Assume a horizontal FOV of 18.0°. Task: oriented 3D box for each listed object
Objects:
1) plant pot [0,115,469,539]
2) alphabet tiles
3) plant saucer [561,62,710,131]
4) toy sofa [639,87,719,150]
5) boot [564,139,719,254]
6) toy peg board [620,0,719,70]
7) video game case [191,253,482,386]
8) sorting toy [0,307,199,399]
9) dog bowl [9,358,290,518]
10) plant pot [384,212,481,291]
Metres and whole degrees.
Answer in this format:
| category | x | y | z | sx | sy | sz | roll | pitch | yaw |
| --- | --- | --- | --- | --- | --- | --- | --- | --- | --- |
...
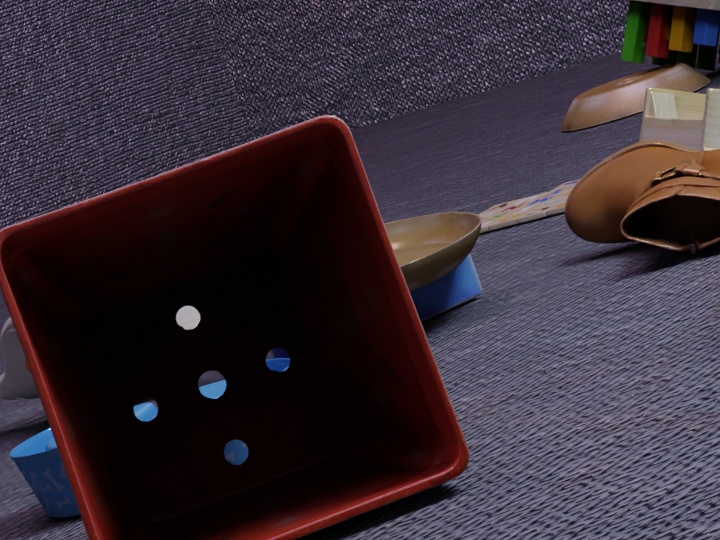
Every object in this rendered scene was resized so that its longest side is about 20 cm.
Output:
| category | x | y | z | sx | sy | sz | roll | pitch | yaw |
| --- | --- | --- | --- | --- | --- | --- | --- | --- | --- |
| plant pot | -0.076 | 0.056 | 1.250 | 0.198 | 0.201 | 0.176 | -20 | -6 | -9 |
| alphabet tiles | 0.190 | -0.070 | 2.212 | 0.199 | 0.008 | 0.167 | -14 | 9 | 35 |
| plant saucer | 0.345 | -0.226 | 2.902 | 0.199 | 0.036 | 0.200 | -19 | 7 | 2 |
| toy sofa | 0.301 | -0.104 | 1.941 | 0.082 | 0.099 | 0.200 | 5 | 3 | -9 |
| boot | 0.219 | -0.048 | 1.702 | 0.199 | 0.074 | 0.155 | -18 | 10 | 31 |
| toy peg board | 0.447 | -0.303 | 2.919 | 0.199 | 0.099 | 0.199 | 1 | 10 | -36 |
| video game case | -0.034 | 0.038 | 1.811 | 0.199 | 0.046 | 0.181 | -23 | 7 | -31 |
| sorting toy | -0.225 | 0.068 | 1.919 | 0.199 | 0.108 | 0.180 | -25 | 2 | -40 |
| dog bowl | -0.129 | 0.111 | 1.478 | 0.198 | 0.050 | 0.111 | -16 | 7 | 17 |
| plant pot | 0.000 | 0.000 | 1.735 | 0.198 | 0.028 | 0.200 | -16 | 10 | 3 |
